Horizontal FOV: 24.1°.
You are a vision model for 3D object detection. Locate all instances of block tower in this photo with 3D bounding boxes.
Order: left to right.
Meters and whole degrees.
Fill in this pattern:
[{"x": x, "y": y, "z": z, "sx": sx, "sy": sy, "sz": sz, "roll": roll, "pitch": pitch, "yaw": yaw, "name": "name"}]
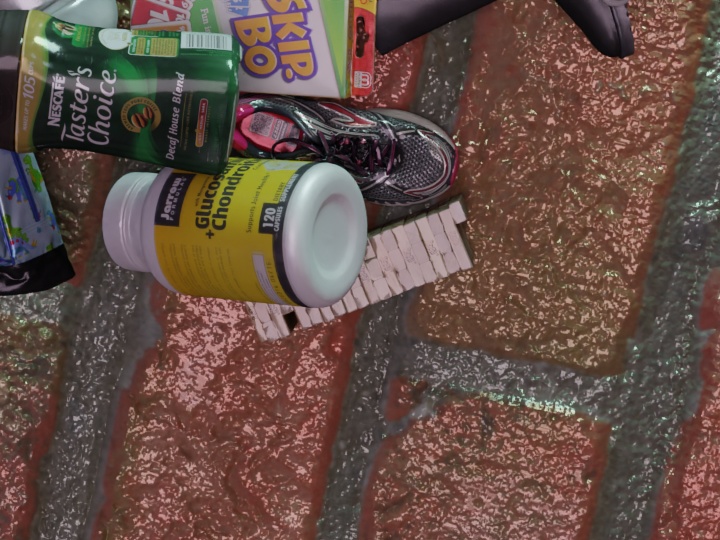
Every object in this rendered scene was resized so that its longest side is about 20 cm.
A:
[{"x": 0.000, "y": 0.000, "z": 1.390, "sx": 0.199, "sy": 0.054, "sz": 0.058, "roll": -22, "pitch": 98, "yaw": 8, "name": "block tower"}]

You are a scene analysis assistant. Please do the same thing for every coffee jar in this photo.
[{"x": -0.192, "y": -0.135, "z": 1.271, "sx": 0.199, "sy": 0.086, "sz": 0.105, "roll": 6, "pitch": 121, "yaw": -7, "name": "coffee jar"}]

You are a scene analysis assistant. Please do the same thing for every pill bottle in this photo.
[{"x": -0.103, "y": -0.033, "z": 1.338, "sx": 0.199, "sy": 0.112, "sz": 0.113, "roll": 5, "pitch": 101, "yaw": 31, "name": "pill bottle"}]

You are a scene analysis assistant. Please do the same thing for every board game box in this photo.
[{"x": -0.086, "y": -0.190, "z": 1.342, "sx": 0.199, "sy": 0.030, "sz": 0.096, "roll": 4, "pitch": 103, "yaw": 10, "name": "board game box"}]

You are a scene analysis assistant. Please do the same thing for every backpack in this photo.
[{"x": -0.332, "y": -0.079, "z": 1.346, "sx": 0.162, "sy": 0.153, "sz": 0.201, "roll": 1, "pitch": 99, "yaw": 34, "name": "backpack"}]

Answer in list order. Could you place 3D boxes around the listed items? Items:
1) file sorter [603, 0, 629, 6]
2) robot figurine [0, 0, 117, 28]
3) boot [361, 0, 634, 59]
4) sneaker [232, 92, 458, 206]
[{"x": 0.264, "y": -0.283, "z": 1.234, "sx": 0.199, "sy": 0.139, "sz": 0.125, "roll": -8, "pitch": 109, "yaw": 47, "name": "file sorter"}, {"x": -0.269, "y": -0.230, "z": 1.341, "sx": 0.169, "sy": 0.113, "sz": 0.201, "roll": -27, "pitch": 98, "yaw": 40, "name": "robot figurine"}, {"x": 0.100, "y": -0.216, "z": 1.338, "sx": 0.199, "sy": 0.066, "sz": 0.166, "roll": -20, "pitch": 89, "yaw": 4, "name": "boot"}, {"x": -0.019, "y": -0.095, "z": 1.365, "sx": 0.199, "sy": 0.075, "sz": 0.081, "roll": 10, "pitch": 101, "yaw": 2, "name": "sneaker"}]
